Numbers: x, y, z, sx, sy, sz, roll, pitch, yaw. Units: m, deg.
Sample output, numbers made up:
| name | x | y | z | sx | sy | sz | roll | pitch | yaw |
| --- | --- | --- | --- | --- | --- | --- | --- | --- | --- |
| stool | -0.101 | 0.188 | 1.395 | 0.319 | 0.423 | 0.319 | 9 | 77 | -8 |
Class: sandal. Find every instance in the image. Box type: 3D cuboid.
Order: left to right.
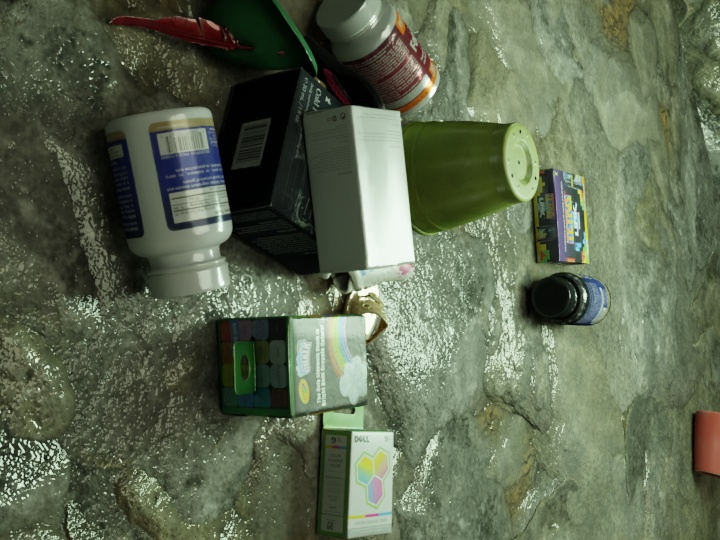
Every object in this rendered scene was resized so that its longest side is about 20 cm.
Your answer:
| name | x | y | z | sx | sy | sz | roll | pitch | yaw |
| --- | --- | --- | --- | --- | --- | --- | --- | --- | --- |
| sandal | -0.034 | -0.253 | 1.223 | 0.045 | 0.200 | 0.075 | -36 | 150 | -19 |
| sandal | 0.008 | 0.087 | 1.300 | 0.078 | 0.070 | 0.212 | 60 | 43 | -29 |

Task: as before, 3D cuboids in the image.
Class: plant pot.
| name | x | y | z | sx | sy | sz | roll | pitch | yaw |
| --- | --- | --- | --- | --- | --- | --- | --- | --- | --- |
| plant pot | 0.186 | -0.166 | 1.470 | 0.200 | 0.193 | 0.201 | 8 | 79 | -53 |
| plant pot | 1.082 | 0.528 | 2.618 | 0.200 | 0.200 | 0.178 | 29 | 73 | -48 |

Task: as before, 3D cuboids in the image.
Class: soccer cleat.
| name | x | y | z | sx | sy | sz | roll | pitch | yaw |
| --- | --- | --- | --- | --- | --- | --- | --- | --- | --- |
| soccer cleat | 0.000 | 0.000 | 1.310 | 0.200 | 0.070 | 0.086 | 21 | 76 | -44 |

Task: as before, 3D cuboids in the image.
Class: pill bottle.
| name | x | y | z | sx | sy | sz | roll | pitch | yaw |
| --- | --- | --- | --- | --- | --- | --- | --- | --- | --- |
| pill bottle | -0.208 | -0.074 | 0.986 | 0.120 | 0.120 | 0.200 | -17 | 100 | -53 |
| pill bottle | 0.027 | -0.337 | 1.342 | 0.200 | 0.114 | 0.114 | 44 | 52 | -42 |
| pill bottle | 0.444 | 0.061 | 1.858 | 0.200 | 0.112 | 0.112 | 7 | 80 | -54 |

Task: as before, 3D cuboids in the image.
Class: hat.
| name | x | y | z | sx | sy | sz | roll | pitch | yaw |
| --- | --- | --- | --- | --- | --- | --- | --- | --- | --- |
| hat | -0.182 | -0.274 | 1.110 | 0.176 | 0.166 | 0.200 | -40 | 106 | -7 |

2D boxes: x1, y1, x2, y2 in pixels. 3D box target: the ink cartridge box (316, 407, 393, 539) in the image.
| name | x | y | z | sx | sy | sz | roll | pitch | yaw |
| --- | --- | --- | --- | --- | --- | --- | --- | --- | --- |
| ink cartridge box | -0.005 | 0.278 | 1.266 | 0.104 | 0.059 | 0.200 | 15 | 74 | -52 |

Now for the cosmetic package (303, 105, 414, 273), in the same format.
| name | x | y | z | sx | sy | sz | roll | pitch | yaw |
| --- | --- | --- | --- | --- | --- | --- | --- | --- | --- |
| cosmetic package | 0.000 | -0.099 | 1.102 | 0.113 | 0.081 | 0.200 | -5 | 92 | -54 |

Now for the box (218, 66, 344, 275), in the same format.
| name | x | y | z | sx | sy | sz | roll | pitch | yaw |
| --- | --- | --- | --- | --- | --- | --- | --- | --- | --- |
| box | -0.082 | -0.124 | 1.164 | 0.197 | 0.124 | 0.200 | 34 | 59 | -49 |

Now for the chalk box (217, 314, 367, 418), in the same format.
| name | x | y | z | sx | sy | sz | roll | pitch | yaw |
| --- | --- | --- | --- | --- | --- | --- | --- | --- | --- |
| chalk box | -0.098 | 0.118 | 1.109 | 0.200 | 0.124 | 0.125 | 4 | 84 | -52 |

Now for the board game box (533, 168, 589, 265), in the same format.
| name | x | y | z | sx | sy | sz | roll | pitch | yaw |
| --- | --- | --- | --- | --- | --- | --- | --- | --- | --- |
| board game box | 0.440 | -0.114 | 1.923 | 0.165 | 0.057 | 0.200 | 1 | 84 | -55 |
